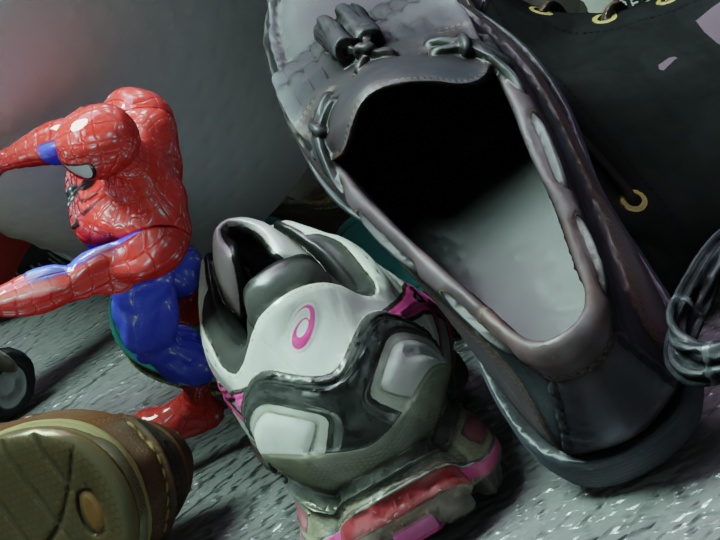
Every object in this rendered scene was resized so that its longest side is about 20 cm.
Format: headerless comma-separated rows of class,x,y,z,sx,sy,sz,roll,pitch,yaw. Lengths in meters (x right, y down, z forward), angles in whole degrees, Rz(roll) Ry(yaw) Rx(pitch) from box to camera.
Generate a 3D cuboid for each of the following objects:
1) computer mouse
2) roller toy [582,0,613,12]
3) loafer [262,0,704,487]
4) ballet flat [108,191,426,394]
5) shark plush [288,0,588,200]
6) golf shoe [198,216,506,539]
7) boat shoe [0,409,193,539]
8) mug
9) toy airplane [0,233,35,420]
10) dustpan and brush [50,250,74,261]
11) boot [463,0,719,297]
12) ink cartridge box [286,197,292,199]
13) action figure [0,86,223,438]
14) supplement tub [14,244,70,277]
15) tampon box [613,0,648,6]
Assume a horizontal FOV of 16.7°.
computer mouse,0.152,-0.015,0.647,0.199,0.034,0.058,-30,34,-28
roller toy,0.062,-0.129,1.068,0.181,0.141,0.200,-19,5,-7
loafer,0.026,-0.031,0.664,0.072,0.063,0.200,-36,53,2
ballet flat,0.000,0.000,0.869,0.199,0.071,0.071,-19,14,35
shark plush,0.034,-0.105,0.910,0.083,0.201,0.091,33,22,28
golf shoe,-0.010,0.018,0.729,0.072,0.093,0.200,-29,11,-5
boat shoe,-0.140,0.087,0.779,0.199,0.073,0.067,-15,5,26
mug,-0.131,-0.082,0.812,0.199,0.149,0.175,-11,-13,22
toy airplane,-0.233,0.038,0.982,0.198,0.142,0.200,-13,32,2
dustpan and brush,-0.113,-0.069,0.992,0.140,0.057,0.200,-50,-17,10
boot,0.073,-0.072,0.771,0.150,0.201,0.073,-23,-31,-8
ink cartridge box,-0.055,-0.056,0.989,0.099,0.039,0.200,-39,-17,-20
action figure,-0.093,0.001,0.743,0.098,0.066,0.200,-9,-22,-5
supplement tub,-0.184,-0.044,1.271,0.199,0.123,0.122,-17,15,36
tampon box,0.198,-0.141,0.863,0.199,0.127,0.150,-19,14,30
